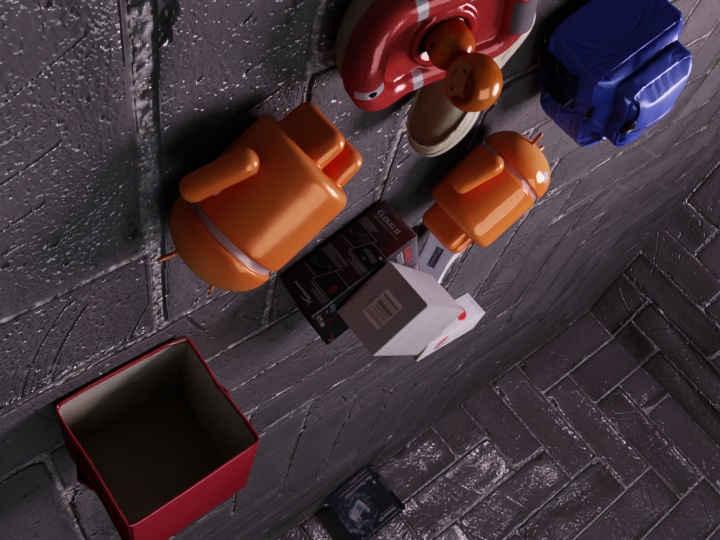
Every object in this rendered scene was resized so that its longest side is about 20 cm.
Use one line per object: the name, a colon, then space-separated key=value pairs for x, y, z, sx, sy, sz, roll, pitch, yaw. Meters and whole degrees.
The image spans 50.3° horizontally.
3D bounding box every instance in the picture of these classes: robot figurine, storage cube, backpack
robot figurine: x=-0.095 y=-0.062 z=0.710 sx=0.200 sy=0.117 sz=0.144 roll=-43 pitch=-172 yaw=6
storage cube: x=-0.252 y=0.222 z=0.953 sx=0.200 sy=0.171 sz=0.180 roll=-30 pitch=160 yaw=-28
backpack: x=0.326 y=-0.248 z=1.011 sx=0.162 sy=0.168 sz=0.200 roll=-32 pitch=164 yaw=-5
robot figurine: x=0.182 y=-0.114 z=1.081 sx=0.200 sy=0.117 sz=0.144 roll=-43 pitch=123 yaw=8

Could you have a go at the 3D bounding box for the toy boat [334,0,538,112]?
toy boat: x=0.080 y=-0.197 z=0.688 sx=0.200 sy=0.131 sz=0.131 roll=-23 pitch=157 yaw=-7

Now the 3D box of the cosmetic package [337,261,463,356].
cosmetic package: x=0.062 y=0.059 z=1.080 sx=0.107 sy=0.090 sz=0.200 roll=-44 pitch=164 yaw=10

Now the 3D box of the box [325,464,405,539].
box: x=0.019 y=0.831 z=2.732 sx=0.197 sy=0.200 sz=0.117 roll=-41 pitch=161 yaw=0

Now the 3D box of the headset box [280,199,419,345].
headset box: x=0.000 y=0.000 z=1.075 sx=0.200 sy=0.075 sz=0.149 roll=-38 pitch=161 yaw=-9

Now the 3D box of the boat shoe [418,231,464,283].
boat shoe: x=0.131 y=-0.028 z=1.229 sx=0.200 sy=0.070 sz=0.066 roll=-60 pitch=176 yaw=-10

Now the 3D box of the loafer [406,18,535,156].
loafer: x=0.105 y=-0.214 z=0.819 sx=0.068 sy=0.076 sz=0.200 roll=-3 pitch=129 yaw=-58

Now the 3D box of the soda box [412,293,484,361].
soda box: x=0.183 y=0.125 z=1.705 sx=0.200 sy=0.064 sz=0.068 roll=-24 pitch=155 yaw=-38
